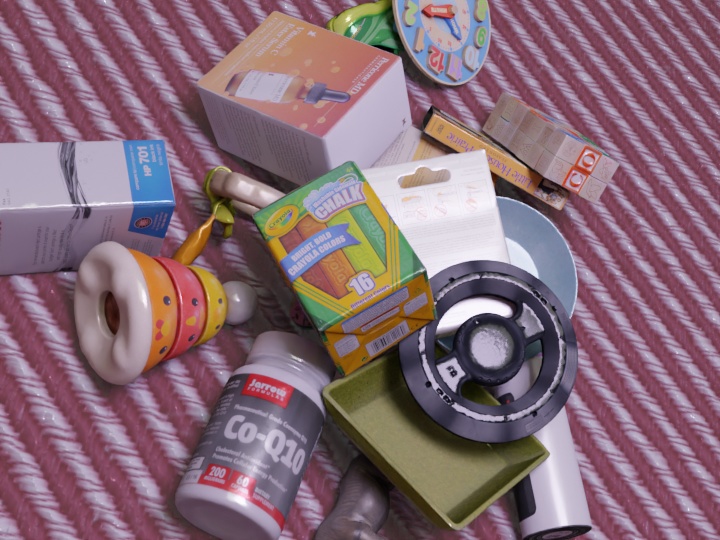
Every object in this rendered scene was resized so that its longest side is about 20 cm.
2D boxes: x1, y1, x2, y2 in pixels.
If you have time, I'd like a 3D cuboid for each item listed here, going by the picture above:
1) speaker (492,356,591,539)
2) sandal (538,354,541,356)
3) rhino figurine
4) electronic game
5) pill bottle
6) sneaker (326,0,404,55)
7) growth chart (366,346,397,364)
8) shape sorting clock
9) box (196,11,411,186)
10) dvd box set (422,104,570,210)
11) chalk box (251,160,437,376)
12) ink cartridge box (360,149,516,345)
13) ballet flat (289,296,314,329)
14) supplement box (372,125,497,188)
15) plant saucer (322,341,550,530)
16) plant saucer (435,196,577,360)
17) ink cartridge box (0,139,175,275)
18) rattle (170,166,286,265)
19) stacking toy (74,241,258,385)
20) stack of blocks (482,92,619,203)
[{"bbox_3d":[0.205,0.203,1.184,0.080,0.081,0.202,2,63,-20],"label":"speaker"},{"bbox_3d":[0.150,0.051,1.256,0.201,0.050,0.083,19,50,-16],"label":"sandal"},{"bbox_3d":[-0.001,0.276,1.076,0.087,0.060,0.201,21,57,11],"label":"rhino figurine"},{"bbox_3d":[0.138,0.085,1.112,0.198,0.042,0.202,2,72,-7],"label":"electronic game"},{"bbox_3d":[-0.102,0.170,1.063,0.113,0.114,0.201,26,57,-6],"label":"pill bottle"},{"bbox_3d":[0.037,-0.330,1.422,0.199,0.074,0.084,-25,102,-34],"label":"sneaker"},{"bbox_3d":[0.053,0.128,1.203,0.144,0.018,0.200,-33,79,-31],"label":"growth chart"},{"bbox_3d":[0.116,-0.355,1.417,0.199,0.039,0.202,-1,92,-43],"label":"shape sorting clock"},{"bbox_3d":[-0.064,-0.197,1.221,0.199,0.107,0.152,25,60,29],"label":"box"},{"bbox_3d":[0.172,-0.149,1.337,0.199,0.030,0.146,30,13,-3],"label":"dvd box set"},{"bbox_3d":[-0.025,-0.019,1.073,0.124,0.124,0.201,-31,63,-6],"label":"chalk box"},{"bbox_3d":[0.085,-0.026,1.178,0.159,0.050,0.202,-10,75,-7],"label":"ink cartridge box"},{"bbox_3d":[0.000,0.000,1.216,0.199,0.072,0.069,-25,52,-30],"label":"ballet flat"},{"bbox_3d":[0.059,-0.105,1.296,0.199,0.074,0.127,29,56,-6],"label":"supplement box"},{"bbox_3d":[0.075,0.178,1.106,0.200,0.048,0.199,43,36,20],"label":"plant saucer"},{"bbox_3d":[0.154,0.014,1.216,0.199,0.039,0.203,1,76,-5],"label":"plant saucer"},{"bbox_3d":[-0.308,-0.065,1.089,0.198,0.147,0.087,-3,65,-22],"label":"ink cartridge box"},{"bbox_3d":[-0.103,-0.027,1.198,0.199,0.130,0.144,30,64,-36],"label":"rattle"},{"bbox_3d":[-0.193,0.036,1.109,0.199,0.146,0.147,-7,65,-41],"label":"stacking toy"},{"bbox_3d":[0.251,-0.156,1.327,0.114,0.059,0.200,22,16,-24],"label":"stack of blocks"}]
